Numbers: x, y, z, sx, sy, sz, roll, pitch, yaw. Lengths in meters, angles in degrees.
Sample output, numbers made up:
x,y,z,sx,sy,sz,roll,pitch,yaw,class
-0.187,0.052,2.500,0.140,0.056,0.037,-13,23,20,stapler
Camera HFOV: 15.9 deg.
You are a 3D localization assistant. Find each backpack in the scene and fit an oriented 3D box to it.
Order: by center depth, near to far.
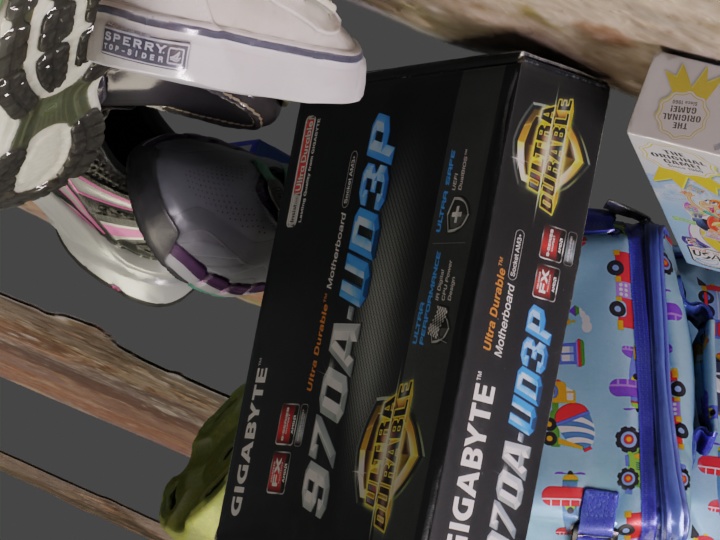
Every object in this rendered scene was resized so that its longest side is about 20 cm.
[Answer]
x,y,z,sx,sy,sz,roll,pitch,yaw,class
0.116,0.066,1.092,0.199,0.183,0.135,6,152,1,backpack

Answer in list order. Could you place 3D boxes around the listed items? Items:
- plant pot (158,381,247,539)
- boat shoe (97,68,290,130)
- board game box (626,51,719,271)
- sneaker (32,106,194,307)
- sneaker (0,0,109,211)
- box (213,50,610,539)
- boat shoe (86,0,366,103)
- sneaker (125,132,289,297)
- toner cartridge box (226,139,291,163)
x,y,z,sx,sy,sz,roll,pitch,yaw,class
-0.026,0.170,1.726,0.184,0.201,0.200,37,162,-16,plant pot
-0.125,-0.083,1.110,0.199,0.063,0.073,16,163,18,boat shoe
0.204,-0.015,0.927,0.199,0.034,0.134,16,165,22,board game box
-0.142,-0.075,1.185,0.200,0.080,0.086,30,134,-3,sneaker
-0.140,-0.102,1.004,0.089,0.077,0.200,52,146,16,sneaker
0.017,0.021,1.001,0.046,0.201,0.159,15,172,-31,box
-0.042,-0.098,0.921,0.072,0.066,0.200,14,-174,19,boat shoe
-0.021,-0.030,1.121,0.087,0.075,0.200,-24,161,23,sneaker
0.000,0.000,1.282,0.200,0.043,0.095,28,166,-27,toner cartridge box
